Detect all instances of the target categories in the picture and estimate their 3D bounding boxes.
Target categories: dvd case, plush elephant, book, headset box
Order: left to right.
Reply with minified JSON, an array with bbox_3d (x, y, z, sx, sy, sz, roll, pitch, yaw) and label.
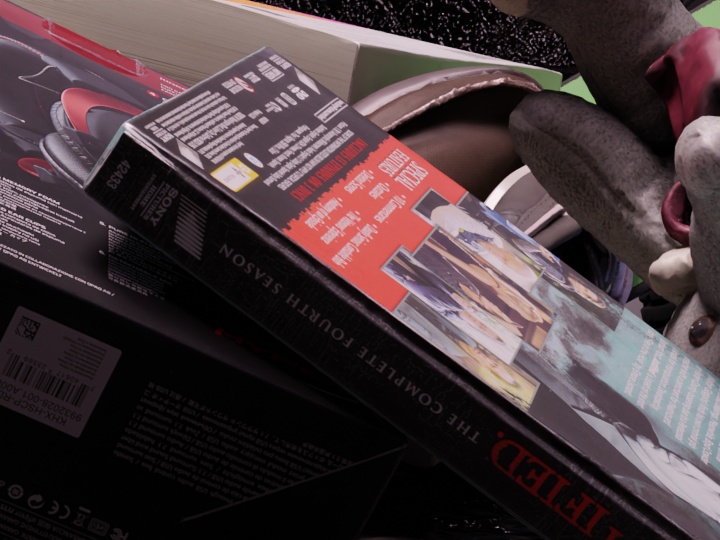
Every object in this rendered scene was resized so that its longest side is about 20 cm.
[{"bbox_3d":[-0.077,0.000,0.655,0.148,0.075,0.200,24,17,-14],"label":"headset box"},{"bbox_3d":[-0.045,-0.082,1.032,0.199,0.048,0.133,15,8,34],"label":"book"},{"bbox_3d":[0.039,0.023,0.631,0.200,0.022,0.146,35,14,1],"label":"dvd case"},{"bbox_3d":[0.113,-0.009,0.754,0.164,0.201,0.155,-9,26,22],"label":"plush elephant"}]

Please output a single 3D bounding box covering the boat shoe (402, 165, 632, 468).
[{"bbox_3d":[0.045,0.016,0.855,0.057,0.067,0.200,20,27,28],"label":"boat shoe"}]

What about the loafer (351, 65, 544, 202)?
[{"bbox_3d":[0.000,0.000,0.886,0.200,0.073,0.071,-35,22,-28],"label":"loafer"}]

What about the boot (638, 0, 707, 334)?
[{"bbox_3d":[0.196,-0.019,1.136,0.162,0.199,0.073,29,-41,-25],"label":"boot"}]

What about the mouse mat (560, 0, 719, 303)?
[{"bbox_3d":[0.099,-0.039,0.984,0.200,0.008,0.161,-29,28,28],"label":"mouse mat"}]

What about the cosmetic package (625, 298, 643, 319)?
[{"bbox_3d":[0.050,-0.016,1.195,0.199,0.074,0.102,3,7,-8],"label":"cosmetic package"}]
